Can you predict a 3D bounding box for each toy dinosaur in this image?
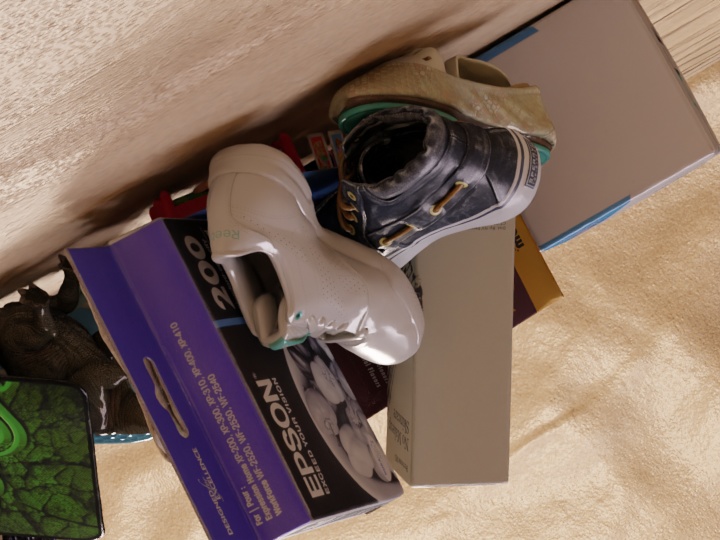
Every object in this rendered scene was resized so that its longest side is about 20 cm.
[{"bbox_3d":[-0.182,0.058,1.429,0.102,0.200,0.077,-59,-174,37],"label":"toy dinosaur"}]

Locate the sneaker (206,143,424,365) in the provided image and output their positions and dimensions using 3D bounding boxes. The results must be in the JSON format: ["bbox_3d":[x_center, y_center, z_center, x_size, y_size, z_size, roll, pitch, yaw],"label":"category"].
[{"bbox_3d":[-0.033,0.016,1.331,0.075,0.200,0.089,-14,-130,31],"label":"sneaker"}]

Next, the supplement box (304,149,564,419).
[{"bbox_3d":[0.000,0.000,1.589,0.200,0.133,0.197,-31,-165,-9],"label":"supplement box"}]

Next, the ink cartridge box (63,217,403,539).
[{"bbox_3d":[-0.069,0.062,1.320,0.043,0.199,0.200,-32,170,21],"label":"ink cartridge box"}]

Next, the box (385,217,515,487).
[{"bbox_3d":[0.057,0.034,1.464,0.068,0.201,0.082,-1,-172,-12],"label":"box"}]

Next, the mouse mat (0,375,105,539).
[{"bbox_3d":[-0.247,0.120,1.441,0.160,0.008,0.200,4,144,1],"label":"mouse mat"}]

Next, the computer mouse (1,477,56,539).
[{"bbox_3d":[-0.293,0.128,1.521,0.139,0.199,0.053,112,-10,-52],"label":"computer mouse"}]

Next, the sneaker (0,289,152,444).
[{"bbox_3d":[-0.212,0.049,1.532,0.199,0.131,0.080,2,143,11],"label":"sneaker"}]

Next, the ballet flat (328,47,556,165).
[{"bbox_3d":[0.047,-0.105,1.401,0.067,0.063,0.200,-20,160,35],"label":"ballet flat"}]

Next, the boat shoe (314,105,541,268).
[{"bbox_3d":[0.009,-0.049,1.361,0.091,0.071,0.200,19,151,-37],"label":"boat shoe"}]

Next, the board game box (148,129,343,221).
[{"bbox_3d":[-0.081,-0.051,1.434,0.158,0.039,0.200,-25,174,28],"label":"board game box"}]

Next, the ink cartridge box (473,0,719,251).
[{"bbox_3d":[0.170,-0.114,1.679,0.146,0.146,0.200,-30,177,10],"label":"ink cartridge box"}]

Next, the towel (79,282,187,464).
[{"bbox_3d":[-0.109,0.051,1.390,0.034,0.133,0.200,-28,173,12],"label":"towel"}]
